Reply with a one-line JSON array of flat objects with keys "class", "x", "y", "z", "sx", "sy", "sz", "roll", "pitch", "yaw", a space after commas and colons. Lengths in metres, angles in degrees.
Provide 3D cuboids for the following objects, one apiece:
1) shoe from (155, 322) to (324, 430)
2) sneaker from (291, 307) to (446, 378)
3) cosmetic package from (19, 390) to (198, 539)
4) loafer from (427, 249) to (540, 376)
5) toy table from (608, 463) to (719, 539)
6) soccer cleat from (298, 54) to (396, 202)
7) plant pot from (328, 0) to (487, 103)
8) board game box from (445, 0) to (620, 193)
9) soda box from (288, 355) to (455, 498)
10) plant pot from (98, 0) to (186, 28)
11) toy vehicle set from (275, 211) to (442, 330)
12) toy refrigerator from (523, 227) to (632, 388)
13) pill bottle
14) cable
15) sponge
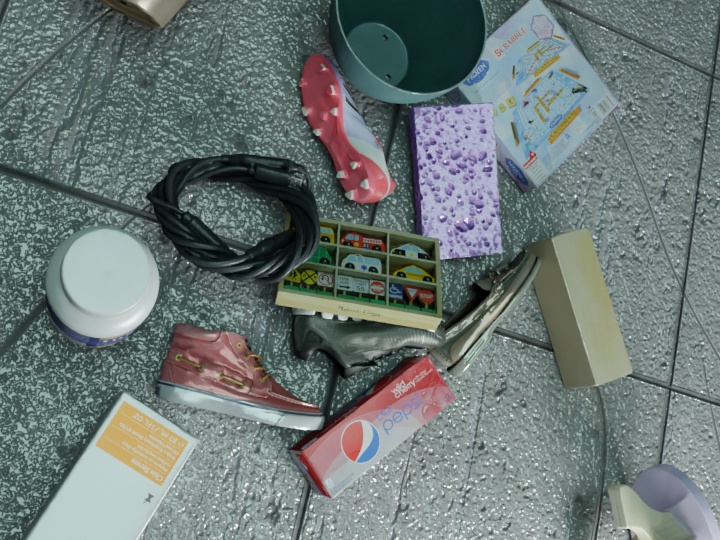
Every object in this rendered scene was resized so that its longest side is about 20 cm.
[{"class": "shoe", "x": -0.129, "y": 0.122, "z": 0.999, "sx": 0.198, "sy": 0.071, "sz": 0.092, "roll": 15, "pitch": 81, "yaw": -13}, {"class": "sneaker", "x": 0.006, "y": 0.089, "z": 1.060, "sx": 0.198, "sy": 0.066, "sz": 0.092, "roll": 9, "pitch": 82, "yaw": -12}, {"class": "cosmetic package", "x": -0.271, "y": 0.240, "z": 0.926, "sx": 0.101, "sy": 0.071, "sz": 0.201, "roll": 34, "pitch": 71, "yaw": -12}, {"class": "loafer", "x": 0.160, "y": 0.043, "z": 1.126, "sx": 0.063, "sy": 0.072, "sz": 0.201, "roll": 39, "pitch": 73, "yaw": -2}, {"class": "toy table", "x": 0.376, "y": 0.359, "z": 1.101, "sx": 0.116, "sy": 0.184, "sz": 0.202, "roll": -5, "pitch": 70, "yaw": -37}, {"class": "soccer cleat", "x": -0.017, "y": -0.180, "z": 1.108, "sx": 0.076, "sy": 0.066, "sz": 0.202, "roll": -14, "pitch": 79, "yaw": -53}, {"class": "plant pot", "x": 0.042, "y": -0.296, "z": 1.102, "sx": 0.198, "sy": 0.135, "sz": 0.203, "roll": 4, "pitch": 79, "yaw": -20}, {"class": "board game box", "x": 0.238, "y": -0.248, "z": 1.218, "sx": 0.200, "sy": 0.041, "sz": 0.200, "roll": -42, "pitch": 97, "yaw": -21}, {"class": "soda box", "x": 0.015, "y": 0.186, "z": 1.047, "sx": 0.199, "sy": 0.063, "sz": 0.070, "roll": -35, "pitch": 94, "yaw": -22}, {"class": "plant pot", "x": -0.245, "y": -0.386, "z": 0.997, "sx": 0.199, "sy": 0.200, "sz": 0.175, "roll": 27, "pitch": 89, "yaw": -14}, {"class": "toy vehicle set", "x": 0.000, "y": 0.000, "z": 1.050, "sx": 0.198, "sy": 0.027, "sz": 0.125, "roll": 9, "pitch": 51, "yaw": -10}, {"class": "toy refrigerator", "x": 0.293, "y": 0.050, "z": 1.168, "sx": 0.069, "sy": 0.076, "sz": 0.202, "roll": -14, "pitch": 85, "yaw": -22}, {"class": "pill bottle", "x": -0.268, "y": 0.017, "z": 0.896, "sx": 0.110, "sy": 0.200, "sz": 0.112, "roll": 3, "pitch": 80, "yaw": -19}, {"class": "cable", "x": -0.147, "y": -0.063, "z": 1.004, "sx": 0.198, "sy": 0.051, "sz": 0.165, "roll": 6, "pitch": 62, "yaw": -13}, {"class": "sponge", "x": 0.125, "y": -0.118, "z": 1.140, "sx": 0.110, "sy": 0.030, "sz": 0.203, "roll": -4, "pitch": 90, "yaw": -12}]
